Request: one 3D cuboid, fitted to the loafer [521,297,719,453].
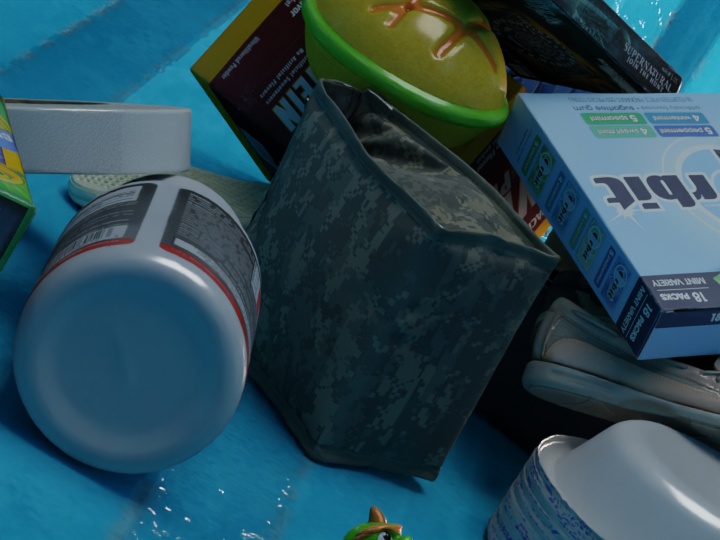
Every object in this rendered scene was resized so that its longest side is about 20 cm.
[{"bbox_3d":[0.199,0.069,1.586,0.199,0.063,0.072,16,-13,4],"label":"loafer"}]

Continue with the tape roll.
[{"bbox_3d":[-0.193,-0.076,1.462,0.201,0.037,0.203,3,5,0],"label":"tape roll"}]

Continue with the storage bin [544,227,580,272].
[{"bbox_3d":[0.243,-0.003,1.800,0.198,0.094,0.200,35,14,13],"label":"storage bin"}]

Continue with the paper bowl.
[{"bbox_3d":[0.180,0.164,1.525,0.200,0.105,0.201,30,16,-9],"label":"paper bowl"}]

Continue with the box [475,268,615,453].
[{"bbox_3d":[0.170,0.072,1.797,0.148,0.105,0.200,38,16,21],"label":"box"}]

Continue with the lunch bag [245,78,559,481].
[{"bbox_3d":[0.000,0.000,1.554,0.117,0.165,0.200,13,24,-39],"label":"lunch bag"}]

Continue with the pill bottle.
[{"bbox_3d":[-0.109,0.019,1.358,0.115,0.116,0.200,31,14,-7],"label":"pill bottle"}]

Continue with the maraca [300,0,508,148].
[{"bbox_3d":[0.018,-0.145,1.671,0.137,0.107,0.200,15,23,-39],"label":"maraca"}]

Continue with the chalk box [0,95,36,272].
[{"bbox_3d":[-0.236,-0.024,1.219,0.123,0.125,0.200,27,14,-22],"label":"chalk box"}]

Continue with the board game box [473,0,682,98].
[{"bbox_3d":[0.105,-0.170,1.696,0.135,0.028,0.200,17,-13,42],"label":"board game box"}]

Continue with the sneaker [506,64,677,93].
[{"bbox_3d":[0.147,-0.123,1.869,0.083,0.074,0.200,56,-28,-10],"label":"sneaker"}]

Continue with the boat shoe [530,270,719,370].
[{"bbox_3d":[0.209,0.040,1.652,0.199,0.066,0.072,10,-26,9],"label":"boat shoe"}]

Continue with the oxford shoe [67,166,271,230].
[{"bbox_3d":[-0.092,-0.028,1.682,0.199,0.058,0.075,10,29,-21],"label":"oxford shoe"}]

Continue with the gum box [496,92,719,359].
[{"bbox_3d":[0.202,-0.032,1.638,0.169,0.045,0.200,-2,43,-30],"label":"gum box"}]

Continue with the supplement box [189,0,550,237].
[{"bbox_3d":[0.019,-0.094,1.836,0.200,0.133,0.197,39,-7,25],"label":"supplement box"}]

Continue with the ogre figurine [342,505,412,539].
[{"bbox_3d":[-0.001,0.174,1.140,0.199,0.098,0.120,-9,59,-47],"label":"ogre figurine"}]
